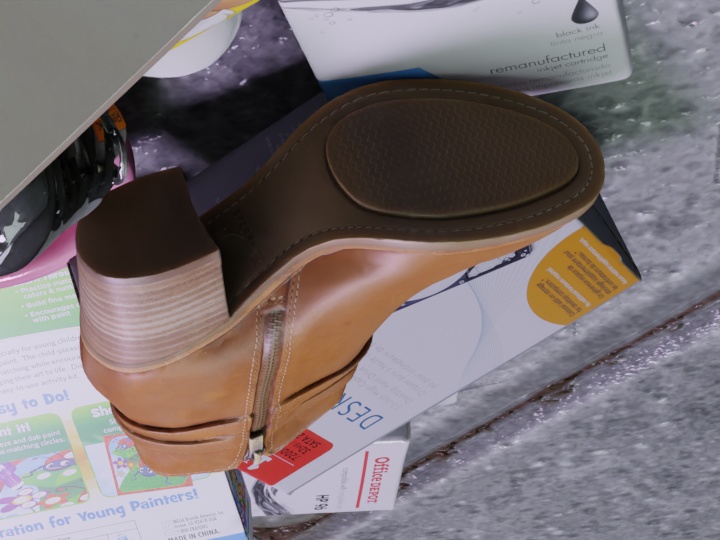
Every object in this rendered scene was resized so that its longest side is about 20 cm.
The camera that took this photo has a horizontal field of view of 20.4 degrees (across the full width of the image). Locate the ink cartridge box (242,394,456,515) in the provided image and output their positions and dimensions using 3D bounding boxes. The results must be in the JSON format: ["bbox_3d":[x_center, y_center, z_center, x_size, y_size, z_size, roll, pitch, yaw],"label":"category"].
[{"bbox_3d":[-0.037,0.086,1.109,0.198,0.069,0.116,-3,156,-5],"label":"ink cartridge box"}]

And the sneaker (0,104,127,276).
[{"bbox_3d":[-0.111,-0.042,0.640,0.079,0.075,0.200,-11,-170,-11],"label":"sneaker"}]

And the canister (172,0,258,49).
[{"bbox_3d":[-0.016,-0.156,0.524,0.199,0.149,0.087,-22,-165,39],"label":"canister"}]

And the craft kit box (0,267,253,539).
[{"bbox_3d":[-0.171,0.073,0.982,0.198,0.049,0.199,-11,128,4],"label":"craft kit box"}]

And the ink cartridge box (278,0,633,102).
[{"bbox_3d":[0.022,-0.130,0.671,0.115,0.069,0.200,-10,154,10],"label":"ink cartridge box"}]

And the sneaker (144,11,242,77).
[{"bbox_3d":[-0.113,-0.093,0.590,0.199,0.089,0.075,27,122,-39],"label":"sneaker"}]

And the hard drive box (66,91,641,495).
[{"bbox_3d":[0.000,0.000,0.875,0.199,0.077,0.156,-32,148,16],"label":"hard drive box"}]

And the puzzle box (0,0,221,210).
[{"bbox_3d":[-0.114,-0.128,0.487,0.133,0.200,0.025,-40,-175,11],"label":"puzzle box"}]

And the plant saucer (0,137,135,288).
[{"bbox_3d":[-0.193,-0.051,0.826,0.198,0.051,0.201,-5,155,-2],"label":"plant saucer"}]

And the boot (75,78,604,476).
[{"bbox_3d":[-0.008,0.009,0.758,0.198,0.074,0.155,-11,146,-4],"label":"boot"}]
